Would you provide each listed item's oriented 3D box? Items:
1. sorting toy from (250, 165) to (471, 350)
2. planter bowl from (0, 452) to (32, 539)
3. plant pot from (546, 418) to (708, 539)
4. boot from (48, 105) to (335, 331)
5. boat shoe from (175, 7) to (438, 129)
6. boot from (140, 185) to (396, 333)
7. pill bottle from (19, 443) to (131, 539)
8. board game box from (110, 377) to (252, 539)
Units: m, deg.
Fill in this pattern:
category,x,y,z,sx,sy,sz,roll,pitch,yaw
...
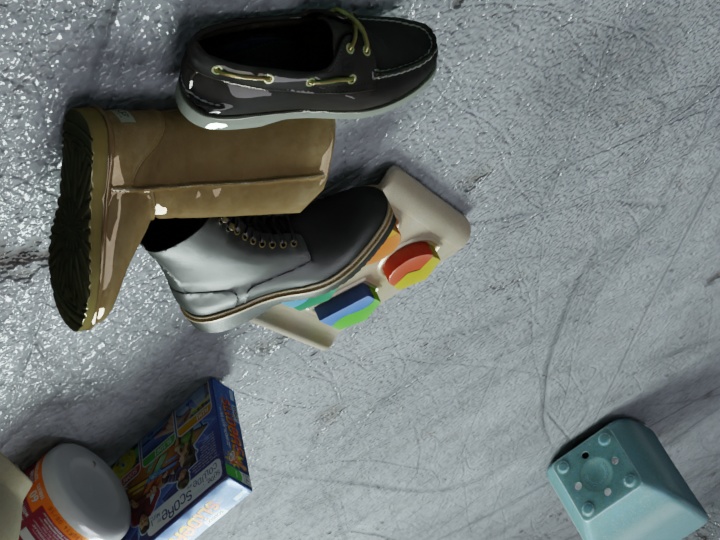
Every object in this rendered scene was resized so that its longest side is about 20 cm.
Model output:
category,x,y,z,sx,sy,sz,roll,pitch,yaw
sorting toy,0.000,0.000,1.134,0.199,0.037,0.185,-39,151,14
planter bowl,-0.347,0.183,0.951,0.135,0.199,0.201,-51,158,-20
plant pot,0.420,0.360,1.979,0.195,0.197,0.200,-36,144,10
boot,-0.119,-0.045,0.878,0.198,0.066,0.177,-9,126,-37
boat shoe,-0.028,-0.146,0.832,0.199,0.072,0.061,-15,152,-24
boot,-0.074,-0.032,0.976,0.199,0.078,0.139,-32,147,-2
pill bottle,-0.326,0.266,1.162,0.199,0.110,0.109,-39,151,13
board game box,-0.195,0.218,1.187,0.200,0.136,0.034,-41,128,18
